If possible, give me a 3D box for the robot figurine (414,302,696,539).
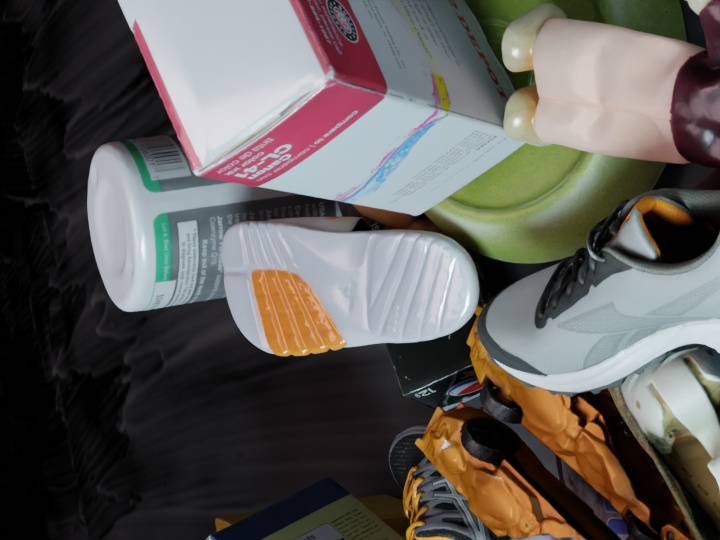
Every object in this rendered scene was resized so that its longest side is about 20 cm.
[{"bbox_3d":[0.120,0.109,0.842,0.200,0.058,0.145,42,124,33],"label":"robot figurine"}]

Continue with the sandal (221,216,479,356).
[{"bbox_3d":[0.001,0.008,0.938,0.206,0.059,0.080,3,101,45],"label":"sandal"}]

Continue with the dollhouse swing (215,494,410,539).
[{"bbox_3d":[-0.004,0.276,1.118,0.176,0.181,0.201,-143,48,-79],"label":"dollhouse swing"}]

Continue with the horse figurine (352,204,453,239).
[{"bbox_3d":[0.017,-0.080,0.962,0.133,0.050,0.200,-48,63,5],"label":"horse figurine"}]

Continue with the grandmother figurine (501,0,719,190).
[{"bbox_3d":[0.150,-0.075,0.719,0.200,0.060,0.122,22,133,44],"label":"grandmother figurine"}]

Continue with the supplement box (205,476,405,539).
[{"bbox_3d":[-0.023,0.279,1.029,0.200,0.134,0.200,38,117,21],"label":"supplement box"}]

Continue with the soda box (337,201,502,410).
[{"bbox_3d":[0.035,-0.019,1.002,0.063,0.071,0.201,32,-144,-62],"label":"soda box"}]

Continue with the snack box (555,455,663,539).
[{"bbox_3d":[0.136,0.110,0.898,0.072,0.024,0.201,-8,90,63],"label":"snack box"}]

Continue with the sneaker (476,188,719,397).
[{"bbox_3d":[0.121,0.001,0.719,0.200,0.079,0.074,-17,38,50],"label":"sneaker"}]

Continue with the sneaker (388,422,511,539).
[{"bbox_3d":[0.060,0.159,1.026,0.200,0.077,0.079,-135,40,-55],"label":"sneaker"}]

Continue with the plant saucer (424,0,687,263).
[{"bbox_3d":[0.076,-0.103,0.852,0.199,0.031,0.201,4,96,42],"label":"plant saucer"}]

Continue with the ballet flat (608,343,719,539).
[{"bbox_3d":[0.160,0.080,0.731,0.200,0.070,0.071,64,151,29],"label":"ballet flat"}]

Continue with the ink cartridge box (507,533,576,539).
[{"bbox_3d":[0.118,0.202,0.732,0.146,0.200,0.085,-30,33,58],"label":"ink cartridge box"}]

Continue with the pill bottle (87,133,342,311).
[{"bbox_3d":[-0.073,-0.041,1.099,0.113,0.199,0.114,171,90,-66],"label":"pill bottle"}]

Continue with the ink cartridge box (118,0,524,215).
[{"bbox_3d":[-0.019,-0.113,0.773,0.085,0.200,0.148,-34,70,23],"label":"ink cartridge box"}]
